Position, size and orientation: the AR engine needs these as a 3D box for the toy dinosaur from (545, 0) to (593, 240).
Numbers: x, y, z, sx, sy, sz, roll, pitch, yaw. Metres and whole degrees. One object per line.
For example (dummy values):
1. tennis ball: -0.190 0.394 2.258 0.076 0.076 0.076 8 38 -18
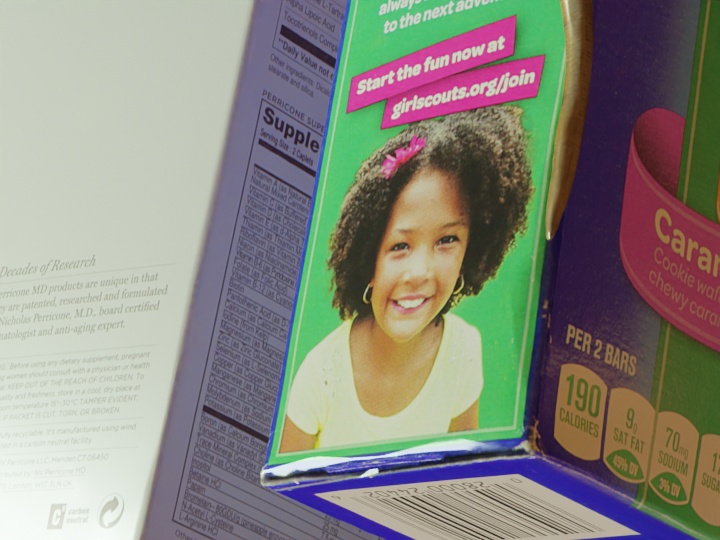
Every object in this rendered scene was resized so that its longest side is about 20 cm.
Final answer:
1. toy dinosaur: 0.010 -0.105 0.511 0.060 0.107 0.200 -10 -143 -35

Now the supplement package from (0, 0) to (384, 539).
1. supplement package: -0.041 0.006 0.712 0.151 0.201 0.150 -7 154 40

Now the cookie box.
1. cookie box: 0.074 -0.028 0.563 0.075 0.201 0.171 -10 153 41
